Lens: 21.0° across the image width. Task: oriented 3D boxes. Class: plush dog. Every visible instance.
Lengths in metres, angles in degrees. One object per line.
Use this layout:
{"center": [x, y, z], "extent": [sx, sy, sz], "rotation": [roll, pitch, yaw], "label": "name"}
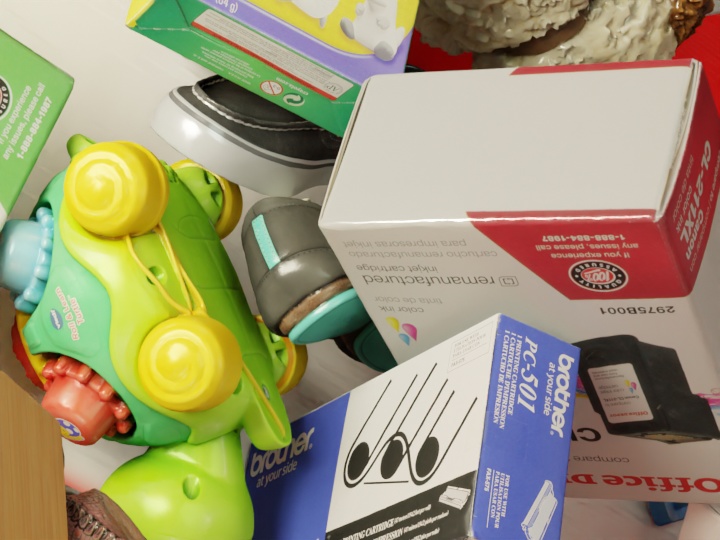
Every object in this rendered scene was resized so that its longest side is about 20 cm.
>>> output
{"center": [0.090, -0.142, 0.963], "extent": [0.172, 0.199, 0.161], "rotation": [50, 23, -30], "label": "plush dog"}

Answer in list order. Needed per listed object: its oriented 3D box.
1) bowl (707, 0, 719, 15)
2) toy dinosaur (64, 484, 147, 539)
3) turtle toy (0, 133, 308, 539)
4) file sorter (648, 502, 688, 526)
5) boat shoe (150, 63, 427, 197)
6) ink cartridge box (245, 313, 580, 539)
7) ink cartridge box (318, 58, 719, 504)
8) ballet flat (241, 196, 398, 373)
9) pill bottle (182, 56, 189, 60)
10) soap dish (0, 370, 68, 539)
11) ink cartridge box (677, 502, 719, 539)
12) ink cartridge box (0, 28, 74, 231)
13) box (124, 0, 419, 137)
{"center": [0.152, -0.228, 1.092], "extent": [0.199, 0.090, 0.203], "rotation": [4, 79, -21], "label": "bowl"}
{"center": [-0.108, 0.115, 0.721], "extent": [0.085, 0.200, 0.137], "rotation": [-10, 74, -32], "label": "toy dinosaur"}
{"center": [-0.089, 0.037, 0.818], "extent": [0.202, 0.100, 0.146], "rotation": [67, 12, 7], "label": "turtle toy"}
{"center": [0.245, 0.038, 1.044], "extent": [0.199, 0.122, 0.140], "rotation": [-8, 76, -36], "label": "file sorter"}
{"center": [-0.020, -0.076, 0.894], "extent": [0.070, 0.067, 0.199], "rotation": [37, 18, 27], "label": "boat shoe"}
{"center": [0.011, 0.096, 0.809], "extent": [0.044, 0.200, 0.095], "rotation": [23, 60, -24], "label": "ink cartridge box"}
{"center": [0.090, 0.012, 0.814], "extent": [0.201, 0.144, 0.083], "rotation": [60, 38, -45], "label": "ink cartridge box"}
{"center": [0.000, 0.000, 0.881], "extent": [0.069, 0.068, 0.200], "rotation": [57, 10, 17], "label": "ballet flat"}
{"center": [-0.092, -0.210, 0.916], "extent": [0.111, 0.111, 0.201], "rotation": [-36, 93, -38], "label": "pill bottle"}
{"center": [-0.180, 0.130, 0.674], "extent": [0.081, 0.199, 0.159], "rotation": [15, 62, -48], "label": "soap dish"}
{"center": [0.219, 0.176, 0.903], "extent": [0.128, 0.202, 0.125], "rotation": [-18, 42, -37], "label": "ink cartridge box"}
{"center": [-0.237, -0.063, 0.774], "extent": [0.199, 0.084, 0.147], "rotation": [34, 56, -19], "label": "ink cartridge box"}
{"center": [-0.021, -0.172, 0.850], "extent": [0.117, 0.048, 0.202], "rotation": [25, 59, -24], "label": "box"}
